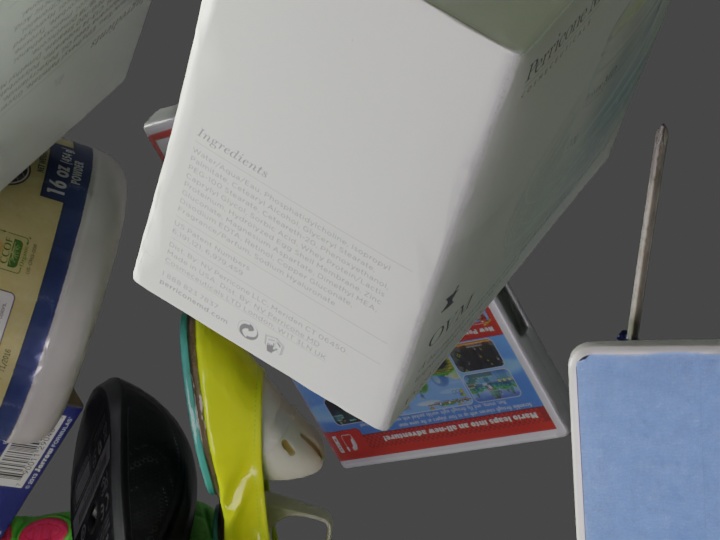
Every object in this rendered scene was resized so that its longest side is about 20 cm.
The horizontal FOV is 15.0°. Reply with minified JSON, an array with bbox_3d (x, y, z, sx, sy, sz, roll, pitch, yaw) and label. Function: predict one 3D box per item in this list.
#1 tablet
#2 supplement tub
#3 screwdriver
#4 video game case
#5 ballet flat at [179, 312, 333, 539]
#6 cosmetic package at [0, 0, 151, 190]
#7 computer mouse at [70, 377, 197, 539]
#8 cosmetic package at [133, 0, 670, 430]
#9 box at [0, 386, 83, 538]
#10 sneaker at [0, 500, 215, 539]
[{"bbox_3d":[0.157,0.127,1.172,0.129,0.014,0.202,-1,105,13],"label":"tablet"},{"bbox_3d":[-0.220,-0.013,1.261,0.199,0.145,0.145,18,138,-11],"label":"supplement tub"},{"bbox_3d":[0.114,0.016,1.169,0.029,0.028,0.201,-1,132,2],"label":"screwdriver"},{"bbox_3d":[0.000,0.000,1.249,0.142,0.017,0.201,-11,116,41],"label":"video game case"},{"bbox_3d":[-0.048,0.109,1.338,0.066,0.067,0.201,-3,109,2],"label":"ballet flat"},{"bbox_3d":[-0.184,-0.148,1.150,0.164,0.165,0.200,35,138,8],"label":"cosmetic package"},{"bbox_3d":[-0.109,0.144,1.349,0.052,0.201,0.139,9,139,-17],"label":"computer mouse"},{"bbox_3d":[0.031,-0.088,1.018,0.122,0.199,0.201,30,137,13],"label":"cosmetic package"},{"bbox_3d":[-0.250,0.091,1.368,0.121,0.199,0.032,-55,47,23],"label":"box"},{"bbox_3d":[-0.129,0.165,1.454,0.199,0.077,0.084,-5,151,34],"label":"sneaker"}]
